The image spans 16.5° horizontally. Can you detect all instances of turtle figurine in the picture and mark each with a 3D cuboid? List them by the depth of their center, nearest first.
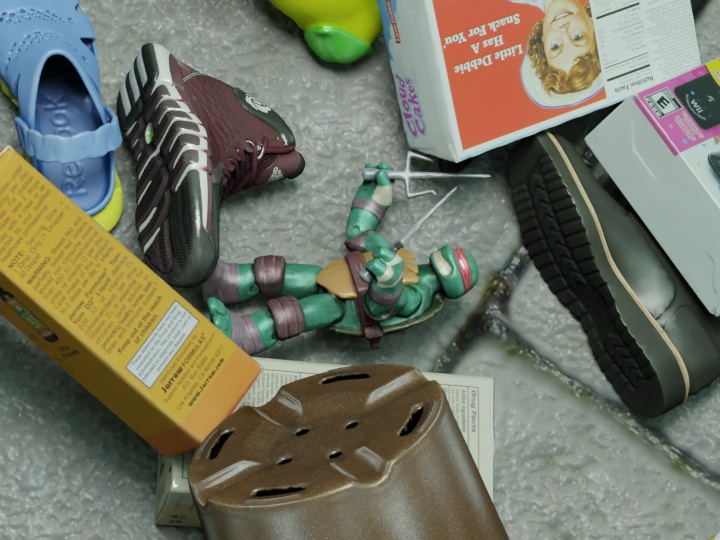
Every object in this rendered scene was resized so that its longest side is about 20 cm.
[{"bbox_3d":[0.000,0.000,1.552,0.200,0.150,0.101,-14,109,-6],"label":"turtle figurine"}]

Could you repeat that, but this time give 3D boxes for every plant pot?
[{"bbox_3d":[0.005,0.172,1.394,0.200,0.200,0.198,-28,114,-21],"label":"plant pot"}]

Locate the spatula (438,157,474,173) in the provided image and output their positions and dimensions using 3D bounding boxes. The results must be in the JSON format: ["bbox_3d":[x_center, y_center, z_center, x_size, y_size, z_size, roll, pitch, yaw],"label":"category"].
[{"bbox_3d":[0.124,-0.131,1.675,0.200,0.021,0.057,-43,120,-14],"label":"spatula"}]

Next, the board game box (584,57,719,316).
[{"bbox_3d":[0.266,-0.071,1.635,0.200,0.064,0.148,-24,75,-43],"label":"board game box"}]

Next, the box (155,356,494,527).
[{"bbox_3d":[-0.022,0.111,1.522,0.200,0.078,0.095,7,67,-10],"label":"box"}]

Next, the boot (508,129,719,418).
[{"bbox_3d":[0.195,-0.018,1.635,0.138,0.077,0.200,-25,87,-26],"label":"boot"}]

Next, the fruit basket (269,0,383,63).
[{"bbox_3d":[-0.045,-0.241,1.625,0.155,0.216,0.216,11,66,-1],"label":"fruit basket"}]

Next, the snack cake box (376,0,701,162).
[{"bbox_3d":[0.118,-0.157,1.613,0.200,0.067,0.115,-21,110,-25],"label":"snack cake box"}]

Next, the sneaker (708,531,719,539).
[{"bbox_3d":[0.226,0.197,1.536,0.200,0.090,0.075,-39,81,-24],"label":"sneaker"}]

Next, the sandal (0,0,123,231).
[{"bbox_3d":[-0.194,-0.122,1.574,0.079,0.087,0.200,-17,71,-17],"label":"sandal"}]

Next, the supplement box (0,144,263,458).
[{"bbox_3d":[-0.155,0.019,1.421,0.200,0.067,0.069,41,66,-15],"label":"supplement box"}]

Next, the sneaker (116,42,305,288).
[{"bbox_3d":[-0.081,-0.061,1.555,0.115,0.076,0.200,15,40,-28],"label":"sneaker"}]
